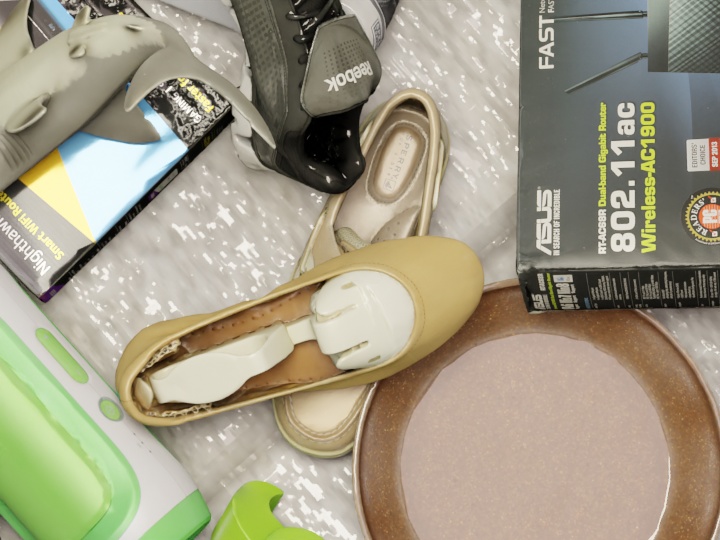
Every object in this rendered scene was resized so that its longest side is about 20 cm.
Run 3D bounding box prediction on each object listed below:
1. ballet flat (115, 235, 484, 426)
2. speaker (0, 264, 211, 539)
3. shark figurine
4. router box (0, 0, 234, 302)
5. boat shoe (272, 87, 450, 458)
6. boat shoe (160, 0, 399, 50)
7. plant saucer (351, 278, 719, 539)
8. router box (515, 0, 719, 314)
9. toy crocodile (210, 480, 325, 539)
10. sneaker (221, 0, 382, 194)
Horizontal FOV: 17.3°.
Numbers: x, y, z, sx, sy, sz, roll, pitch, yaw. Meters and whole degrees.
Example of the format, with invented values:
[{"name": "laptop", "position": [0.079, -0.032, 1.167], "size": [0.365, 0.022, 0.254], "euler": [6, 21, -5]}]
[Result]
[{"name": "ballet flat", "position": [-0.031, 0.038, 1.200], "size": [0.199, 0.063, 0.069], "euler": [-20, 99, 8]}, {"name": "speaker", "position": [-0.170, 0.079, 1.235], "size": [0.088, 0.088, 0.200], "euler": [-42, 85, -5]}, {"name": "shark figurine", "position": [-0.123, -0.087, 1.196], "size": [0.089, 0.214, 0.129], "euler": [38, 50, -34]}, {"name": "router box", "position": [-0.187, -0.105, 1.272], "size": [0.200, 0.051, 0.149], "euler": [45, 85, 3]}, {"name": "boat shoe", "position": [0.000, 0.000, 1.255], "size": [0.072, 0.065, 0.201], "euler": [19, 83, 2]}, {"name": "boat shoe", "position": [-0.071, -0.180, 1.278], "size": [0.199, 0.072, 0.068], "euler": [26, 47, 2]}, {"name": "plant saucer", "position": [0.094, 0.105, 1.255], "size": [0.199, 0.037, 0.202], "euler": [0, 86, -2]}, {"name": "router box", "position": [0.158, -0.080, 1.234], "size": [0.149, 0.062, 0.201], "euler": [-2, 68, 10]}, {"name": "toy crocodile", "position": [0.000, 0.183, 1.215], "size": [0.199, 0.068, 0.062], "euler": [32, 39, 22]}, {"name": "sneaker", "position": [-0.027, -0.122, 1.197], "size": [0.066, 0.201, 0.090], "euler": [-29, 44, -28]}]
